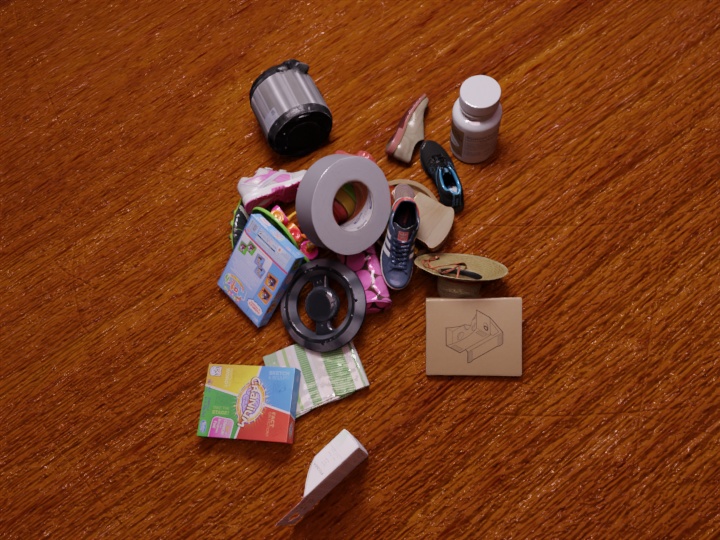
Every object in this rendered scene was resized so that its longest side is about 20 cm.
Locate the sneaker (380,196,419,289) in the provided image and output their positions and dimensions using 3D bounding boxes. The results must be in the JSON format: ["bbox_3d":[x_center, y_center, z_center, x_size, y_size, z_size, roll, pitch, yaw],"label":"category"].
[{"bbox_3d":[0.085,-0.060,1.195,0.074,0.085,0.202,4,87,-4],"label":"sneaker"}]

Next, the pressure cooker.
[{"bbox_3d":[-0.178,-0.408,1.390,0.175,0.179,0.201,-28,69,-3],"label":"pressure cooker"}]

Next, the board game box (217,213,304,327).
[{"bbox_3d":[-0.225,0.001,1.245,0.151,0.037,0.201,42,117,19],"label":"board game box"}]

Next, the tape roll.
[{"bbox_3d":[-0.032,-0.136,1.161,0.201,0.200,0.066,-51,37,-14],"label":"tape roll"}]

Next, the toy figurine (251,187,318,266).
[{"bbox_3d":[-0.118,-0.121,1.309,0.200,0.150,0.184,46,68,-1],"label":"toy figurine"}]

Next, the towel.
[{"bbox_3d":[-0.096,0.220,1.216,0.199,0.023,0.153,-22,67,-1],"label":"towel"}]

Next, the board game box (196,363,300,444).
[{"bbox_3d":[-0.232,0.278,1.181,0.198,0.040,0.154,0,69,13],"label":"board game box"}]

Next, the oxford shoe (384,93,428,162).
[{"bbox_3d":[0.131,-0.353,1.409,0.075,0.070,0.201,32,72,-11],"label":"oxford shoe"}]

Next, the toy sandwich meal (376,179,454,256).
[{"bbox_3d":[0.113,-0.121,1.281,0.204,0.070,0.207,2,78,-11],"label":"toy sandwich meal"}]

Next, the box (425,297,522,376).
[{"bbox_3d":[0.236,0.138,1.178,0.198,0.021,0.165,-1,95,6],"label":"box"}]

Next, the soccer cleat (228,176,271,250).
[{"bbox_3d":[-0.262,-0.135,1.352,0.080,0.068,0.201,10,68,1],"label":"soccer cleat"}]

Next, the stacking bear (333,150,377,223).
[{"bbox_3d":[-0.051,-0.157,1.247,0.121,0.114,0.200,13,57,45],"label":"stacking bear"}]

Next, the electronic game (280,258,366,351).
[{"bbox_3d":[-0.082,0.075,1.219,0.199,0.042,0.202,-2,83,18],"label":"electronic game"}]

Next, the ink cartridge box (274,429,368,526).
[{"bbox_3d":[-0.078,0.395,1.068,0.200,0.161,0.050,-39,68,-10],"label":"ink cartridge box"}]

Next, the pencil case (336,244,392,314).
[{"bbox_3d":[0.000,0.000,1.259,0.093,0.091,0.201,-16,69,-7],"label":"pencil case"}]

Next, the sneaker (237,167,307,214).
[{"bbox_3d":[-0.205,-0.209,1.332,0.199,0.081,0.088,-24,71,-38],"label":"sneaker"}]

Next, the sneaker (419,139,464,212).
[{"bbox_3d":[0.199,-0.239,1.336,0.073,0.082,0.201,-21,68,-4],"label":"sneaker"}]

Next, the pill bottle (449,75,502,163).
[{"bbox_3d":[0.269,-0.350,1.310,0.113,0.200,0.115,-2,67,5],"label":"pill bottle"}]

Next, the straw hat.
[{"bbox_3d":[0.213,0.027,1.223,0.200,0.201,0.086,7,108,8],"label":"straw hat"}]
